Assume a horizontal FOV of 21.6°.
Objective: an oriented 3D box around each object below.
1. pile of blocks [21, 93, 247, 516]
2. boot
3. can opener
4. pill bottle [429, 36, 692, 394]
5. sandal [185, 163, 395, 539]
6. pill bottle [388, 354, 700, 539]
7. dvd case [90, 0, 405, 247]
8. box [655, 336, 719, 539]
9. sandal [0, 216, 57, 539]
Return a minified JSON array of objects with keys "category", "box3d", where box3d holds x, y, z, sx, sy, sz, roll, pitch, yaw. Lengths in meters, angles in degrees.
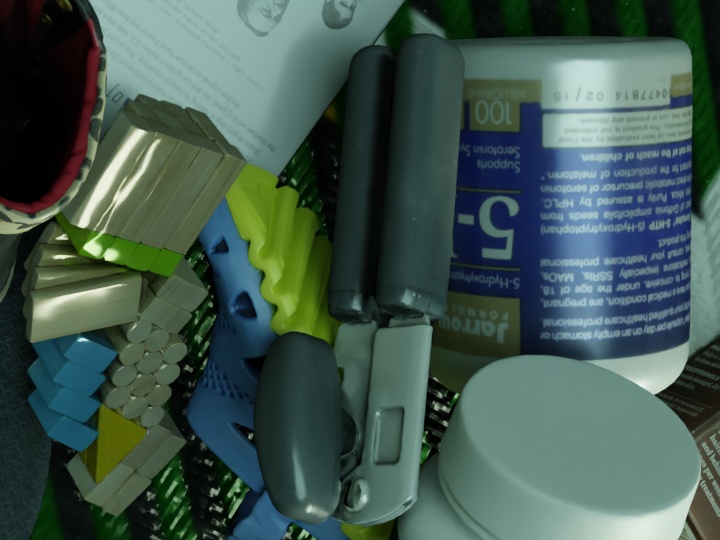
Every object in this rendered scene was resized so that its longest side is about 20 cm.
[{"category":"pile of blocks","box3d":[-0.108,0.009,0.763,0.082,0.062,0.201,-9,130,-31]},{"category":"boot","box3d":[-0.143,-0.089,0.682,0.073,0.150,0.202,1,79,-22]},{"category":"can opener","box3d":[0.000,0.000,0.741,0.067,0.053,0.202,19,71,-44]},{"category":"pill bottle","box3d":[0.086,0.000,0.829,0.119,0.120,0.202,-4,99,-19]},{"category":"sandal","box3d":[-0.039,0.052,0.809,0.086,0.080,0.201,-13,105,18]},{"category":"pill bottle","box3d":[0.060,0.141,0.760,0.113,0.114,0.201,2,124,-20]},{"category":"dvd case","box3d":[-0.061,-0.130,0.810,0.150,0.025,0.201,38,85,-20]},{"category":"box","box3d":[0.224,0.065,0.915,0.199,0.075,0.101,-34,107,-11]},{"category":"sandal","box3d":[-0.161,0.047,0.786,0.076,0.043,0.202,23,76,-60]}]
